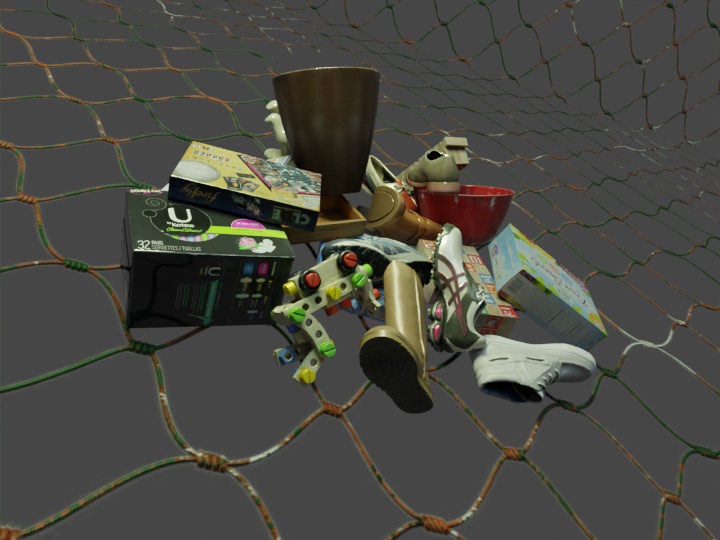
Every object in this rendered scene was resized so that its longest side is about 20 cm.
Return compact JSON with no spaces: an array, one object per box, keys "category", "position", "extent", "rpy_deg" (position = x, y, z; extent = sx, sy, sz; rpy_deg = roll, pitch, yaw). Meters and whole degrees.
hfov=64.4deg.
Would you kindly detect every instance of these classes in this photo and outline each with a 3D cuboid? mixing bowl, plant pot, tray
[{"category":"mixing bowl","position":[0.200,-0.108,1.131],"extent":[0.199,0.109,0.200],"rpy_deg":[1,14,0]},{"category":"plant pot","position":[-0.052,-0.235,1.002],"extent":[0.186,0.201,0.187],"rpy_deg":[-4,10,1]},{"category":"tray","position":[-0.101,-0.085,0.967],"extent":[0.199,0.037,0.099],"rpy_deg":[-10,39,-28]}]

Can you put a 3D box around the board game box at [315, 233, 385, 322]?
[{"category":"board game box","position":[0.000,0.000,0.951],"extent":[0.151,0.037,0.200],"rpy_deg":[16,33,-8]}]

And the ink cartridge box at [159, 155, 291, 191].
[{"category":"ink cartridge box","position":[-0.226,-0.131,0.942],"extent":[0.199,0.041,0.200],"rpy_deg":[-3,30,13]}]

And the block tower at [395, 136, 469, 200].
[{"category":"block tower","position":[0.147,-0.209,1.203],"extent":[0.054,0.200,0.058],"rpy_deg":[-6,75,-30]}]

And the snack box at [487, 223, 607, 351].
[{"category":"snack box","position":[0.324,0.031,1.008],"extent":[0.200,0.068,0.169],"rpy_deg":[35,28,-12]}]

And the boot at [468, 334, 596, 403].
[{"category":"boot","position":[0.260,0.159,0.843],"extent":[0.199,0.074,0.096],"rpy_deg":[8,39,-5]}]

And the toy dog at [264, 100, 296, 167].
[{"category":"toy dog","position":[-0.106,-0.281,1.157],"extent":[0.193,0.201,0.140],"rpy_deg":[18,32,-4]}]

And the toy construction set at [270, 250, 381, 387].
[{"category":"toy construction set","position":[-0.038,0.051,0.765],"extent":[0.200,0.092,0.132],"rpy_deg":[-32,102,-44]}]

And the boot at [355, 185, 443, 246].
[{"category":"boot","position":[0.081,-0.082,1.016],"extent":[0.155,0.200,0.077],"rpy_deg":[15,73,-17]}]

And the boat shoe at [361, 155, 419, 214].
[{"category":"boat shoe","position":[0.068,-0.171,1.223],"extent":[0.071,0.063,0.200],"rpy_deg":[-8,44,-41]}]

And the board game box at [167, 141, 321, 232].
[{"category":"board game box","position":[-0.156,-0.122,0.815],"extent":[0.199,0.035,0.136],"rpy_deg":[13,30,-10]}]

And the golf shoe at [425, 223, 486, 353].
[{"category":"golf shoe","position":[0.151,0.026,0.870],"extent":[0.088,0.201,0.077],"rpy_deg":[-1,-15,22]}]

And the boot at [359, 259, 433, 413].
[{"category":"boot","position":[0.046,0.064,0.758],"extent":[0.066,0.175,0.201],"rpy_deg":[-12,45,14]}]

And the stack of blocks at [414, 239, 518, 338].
[{"category":"stack of blocks","position":[0.170,0.032,0.979],"extent":[0.115,0.059,0.200],"rpy_deg":[7,35,-21]}]

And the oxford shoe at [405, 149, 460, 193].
[{"category":"oxford shoe","position":[0.137,-0.189,1.070],"extent":[0.070,0.074,0.200],"rpy_deg":[-5,15,-16]}]

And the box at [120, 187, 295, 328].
[{"category":"box","position":[-0.211,-0.016,0.772],"extent":[0.199,0.125,0.149],"rpy_deg":[1,37,-27]}]

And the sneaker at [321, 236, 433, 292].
[{"category":"sneaker","position":[0.018,-0.016,0.893],"extent":[0.199,0.078,0.086],"rpy_deg":[11,27,-35]}]
